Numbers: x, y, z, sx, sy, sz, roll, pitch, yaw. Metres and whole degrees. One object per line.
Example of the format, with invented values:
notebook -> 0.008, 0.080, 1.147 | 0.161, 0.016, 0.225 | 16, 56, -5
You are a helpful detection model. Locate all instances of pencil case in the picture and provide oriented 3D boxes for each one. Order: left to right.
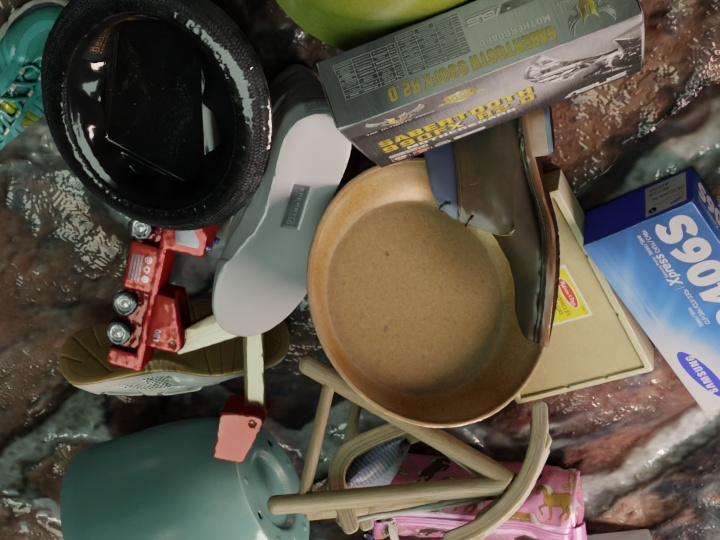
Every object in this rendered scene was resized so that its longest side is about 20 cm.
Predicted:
pencil case -> 0.102, 0.208, 1.351 | 0.199, 0.087, 0.083 | 3, 152, 7

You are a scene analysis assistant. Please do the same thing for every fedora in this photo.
fedora -> -0.133, -0.131, 1.097 | 0.200, 0.092, 0.201 | 12, 127, 17

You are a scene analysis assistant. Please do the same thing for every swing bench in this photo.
swing bench -> 0.049, 0.156, 1.221 | 0.200, 0.130, 0.199 | 11, 172, 9

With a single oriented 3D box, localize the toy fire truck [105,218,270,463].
toy fire truck -> -0.130, 0.044, 1.232 | 0.141, 0.049, 0.200 | 15, 104, 2

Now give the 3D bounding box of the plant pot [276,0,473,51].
plant pot -> 0.030, -0.237, 0.929 | 0.200, 0.201, 0.193 | 27, 143, -11

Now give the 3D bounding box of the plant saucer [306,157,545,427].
plant saucer -> 0.046, 0.018, 1.115 | 0.200, 0.200, 0.035 | 32, 156, -15

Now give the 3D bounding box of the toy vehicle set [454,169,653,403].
toy vehicle set -> 0.142, 0.019, 1.219 | 0.124, 0.027, 0.200 | -16, 125, 25

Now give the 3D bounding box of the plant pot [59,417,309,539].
plant pot -> -0.143, 0.223, 1.358 | 0.161, 0.201, 0.201 | -24, 122, 17

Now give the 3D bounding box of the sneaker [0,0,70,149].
sneaker -> -0.265, -0.130, 1.146 | 0.077, 0.080, 0.200 | 39, 127, -20

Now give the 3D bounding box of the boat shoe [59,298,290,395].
boat shoe -> -0.155, 0.072, 1.313 | 0.199, 0.071, 0.069 | -5, 156, 7

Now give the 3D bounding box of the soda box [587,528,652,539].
soda box -> 0.173, 0.289, 1.378 | 0.199, 0.064, 0.068 | -3, 134, -14

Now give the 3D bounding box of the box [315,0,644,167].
box -> 0.084, -0.133, 0.990 | 0.200, 0.158, 0.048 | -20, 83, 7

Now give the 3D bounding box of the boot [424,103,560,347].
boot -> 0.096, -0.042, 1.108 | 0.097, 0.075, 0.201 | -3, 96, 9

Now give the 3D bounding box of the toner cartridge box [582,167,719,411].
toner cartridge box -> 0.264, 0.019, 1.181 | 0.095, 0.043, 0.200 | -23, 122, 30

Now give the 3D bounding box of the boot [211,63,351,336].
boot -> -0.063, -0.054, 1.138 | 0.073, 0.096, 0.200 | 15, 116, -22

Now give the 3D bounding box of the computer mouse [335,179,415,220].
computer mouse -> 0.000, 0.000, 1.223 | 0.109, 0.044, 0.200 | 8, 132, 19
